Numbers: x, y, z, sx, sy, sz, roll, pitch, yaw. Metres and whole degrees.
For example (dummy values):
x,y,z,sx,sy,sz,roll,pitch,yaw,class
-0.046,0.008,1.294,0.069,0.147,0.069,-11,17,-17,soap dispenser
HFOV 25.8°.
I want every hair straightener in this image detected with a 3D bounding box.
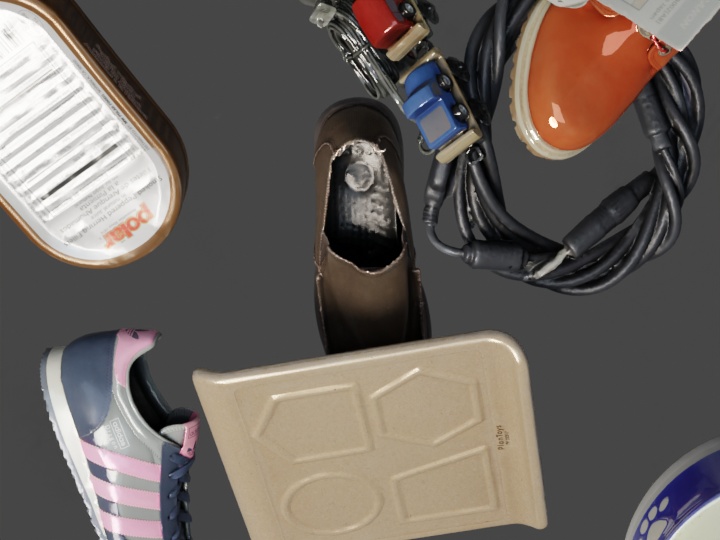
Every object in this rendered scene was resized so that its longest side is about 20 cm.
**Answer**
x,y,z,sx,sy,sz,roll,pitch,yaw,class
-0.017,-0.146,0.918,0.041,0.077,0.201,-29,105,27,hair straightener

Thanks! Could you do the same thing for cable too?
x,y,z,sx,sy,sz,roll,pitch,yaw,class
0.129,-0.086,0.925,0.161,0.051,0.202,15,97,-9,cable

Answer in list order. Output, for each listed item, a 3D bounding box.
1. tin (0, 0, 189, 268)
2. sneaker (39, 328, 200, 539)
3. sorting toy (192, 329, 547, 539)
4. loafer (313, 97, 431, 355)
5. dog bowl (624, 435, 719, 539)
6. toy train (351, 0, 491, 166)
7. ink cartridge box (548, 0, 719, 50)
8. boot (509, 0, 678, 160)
x,y,z,sx,sy,sz,roll,pitch,yaw,class
-0.186,-0.087,0.940,0.111,0.042,0.201,-31,115,18,tin
-0.131,0.132,0.999,0.081,0.070,0.202,-19,104,11,sneaker
0.011,0.106,0.969,0.197,0.037,0.186,-6,136,7,sorting toy
0.000,0.000,0.956,0.072,0.071,0.203,-8,104,5,loafer
0.266,0.206,0.990,0.197,0.079,0.203,1,105,3,dog bowl
0.018,-0.148,0.890,0.034,0.046,0.202,-36,74,33,toy train
0.162,-0.201,0.823,0.160,0.200,0.047,-48,135,1,ink cartridge box
0.157,-0.148,0.855,0.075,0.107,0.201,36,82,-20,boot
